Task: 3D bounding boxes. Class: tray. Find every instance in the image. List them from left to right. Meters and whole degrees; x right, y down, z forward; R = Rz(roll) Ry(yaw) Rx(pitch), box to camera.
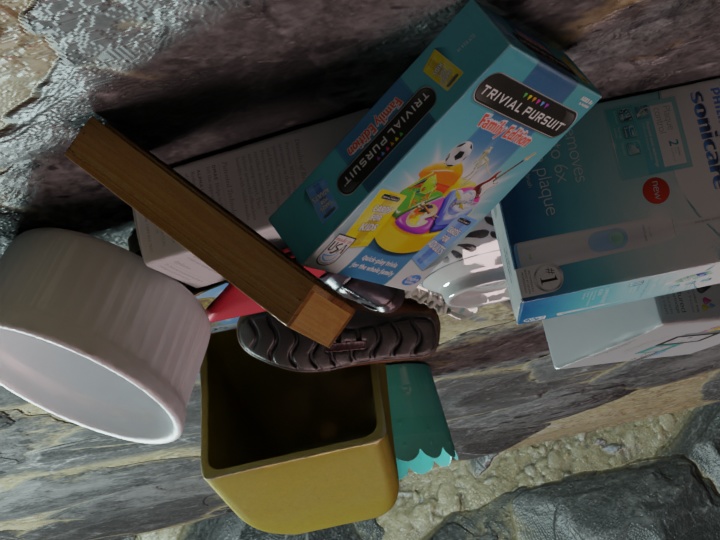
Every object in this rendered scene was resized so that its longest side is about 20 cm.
[{"bbox_3d":[-0.099,-0.026,1.049,0.037,0.200,0.099,-53,161,1],"label":"tray"}]

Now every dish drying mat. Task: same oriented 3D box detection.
[{"bbox_3d":[-0.074,0.011,1.241,0.076,0.018,0.200,-13,172,-18],"label":"dish drying mat"}]

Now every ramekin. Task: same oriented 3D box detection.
[{"bbox_3d":[-0.217,0.051,1.252,0.199,0.098,0.201,19,157,8],"label":"ramekin"}]

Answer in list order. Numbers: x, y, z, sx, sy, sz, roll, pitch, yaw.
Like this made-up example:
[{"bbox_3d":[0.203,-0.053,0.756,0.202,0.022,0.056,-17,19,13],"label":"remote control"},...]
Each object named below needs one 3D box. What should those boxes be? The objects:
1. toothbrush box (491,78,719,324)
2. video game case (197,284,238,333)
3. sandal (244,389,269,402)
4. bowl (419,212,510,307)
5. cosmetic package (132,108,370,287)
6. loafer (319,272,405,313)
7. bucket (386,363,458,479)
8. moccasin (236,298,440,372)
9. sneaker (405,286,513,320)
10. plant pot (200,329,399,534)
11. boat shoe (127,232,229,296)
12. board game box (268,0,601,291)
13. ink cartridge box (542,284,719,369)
[{"bbox_3d":[0.206,-0.053,1.232,0.198,0.148,0.085,-10,166,-1],"label":"toothbrush box"},{"bbox_3d":[-0.177,0.037,1.532,0.180,0.022,0.200,-11,166,-4],"label":"video game case"},{"bbox_3d":[-0.099,0.127,1.836,0.087,0.080,0.199,-19,163,40],"label":"sandal"},{"bbox_3d":[0.108,-0.024,1.375,0.199,0.095,0.201,-10,166,-2],"label":"bowl"},{"bbox_3d":[-0.063,-0.052,1.181,0.198,0.075,0.102,-17,165,13],"label":"cosmetic package"},{"bbox_3d":[0.000,0.000,1.301,0.072,0.063,0.200,-48,-173,4],"label":"loafer"},{"bbox_3d":[0.024,0.215,2.143,0.205,0.136,0.207,-10,165,-3],"label":"bucket"},{"bbox_3d":[-0.022,0.053,1.539,0.199,0.074,0.078,-8,-161,-2],"label":"moccasin"},{"bbox_3d":[0.080,0.006,1.503,0.199,0.081,0.070,-5,166,-19],"label":"sneaker"},{"bbox_3d":[-0.051,0.178,1.674,0.193,0.197,0.201,-13,137,7],"label":"plant pot"},{"bbox_3d":[-0.099,-0.017,1.289,0.199,0.069,0.072,-18,164,25],"label":"boat shoe"},{"bbox_3d":[0.053,-0.077,1.055,0.200,0.047,0.151,-46,153,18],"label":"board game box"},{"bbox_3d":[0.281,-0.002,1.473,0.199,0.148,0.146,-3,163,-39],"label":"ink cartridge box"}]
